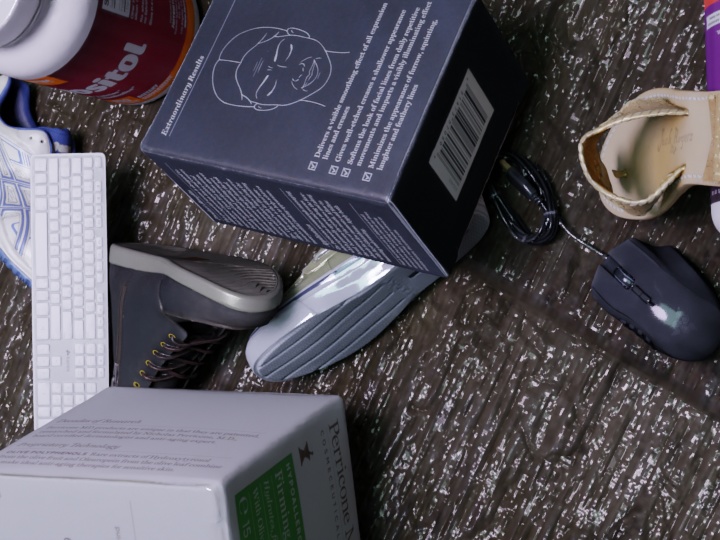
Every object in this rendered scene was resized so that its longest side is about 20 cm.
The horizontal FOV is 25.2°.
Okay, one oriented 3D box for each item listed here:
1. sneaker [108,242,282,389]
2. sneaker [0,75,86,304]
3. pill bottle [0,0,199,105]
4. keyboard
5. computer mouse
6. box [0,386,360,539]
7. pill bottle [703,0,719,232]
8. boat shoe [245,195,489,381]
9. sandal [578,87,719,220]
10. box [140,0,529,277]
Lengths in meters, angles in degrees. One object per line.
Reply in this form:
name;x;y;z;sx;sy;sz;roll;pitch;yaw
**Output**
sneaker;-0.116;0.044;1.127;0.199;0.074;0.108;14;102;58
sneaker;-0.245;-0.063;1.217;0.088;0.075;0.201;-43;72;14
pill bottle;-0.208;-0.185;1.133;0.112;0.199;0.115;-2;87;27
keyboard;-0.211;0.017;1.171;0.055;0.011;0.203;-1;90;-3
computer mouse;0.151;-0.013;1.036;0.199;0.034;0.059;39;105;24
box;-0.119;0.197;1.060;0.198;0.171;0.202;-1;104;26
pill bottle;0.259;-0.086;0.941;0.111;0.112;0.203;-2;86;26
boat shoe;0.000;0.000;1.101;0.199;0.072;0.062;-37;55;12
sandal;0.163;-0.072;0.941;0.211;0.069;0.079;175;95;-71
box;-0.016;-0.101;1.050;0.198;0.107;0.150;14;71;32
